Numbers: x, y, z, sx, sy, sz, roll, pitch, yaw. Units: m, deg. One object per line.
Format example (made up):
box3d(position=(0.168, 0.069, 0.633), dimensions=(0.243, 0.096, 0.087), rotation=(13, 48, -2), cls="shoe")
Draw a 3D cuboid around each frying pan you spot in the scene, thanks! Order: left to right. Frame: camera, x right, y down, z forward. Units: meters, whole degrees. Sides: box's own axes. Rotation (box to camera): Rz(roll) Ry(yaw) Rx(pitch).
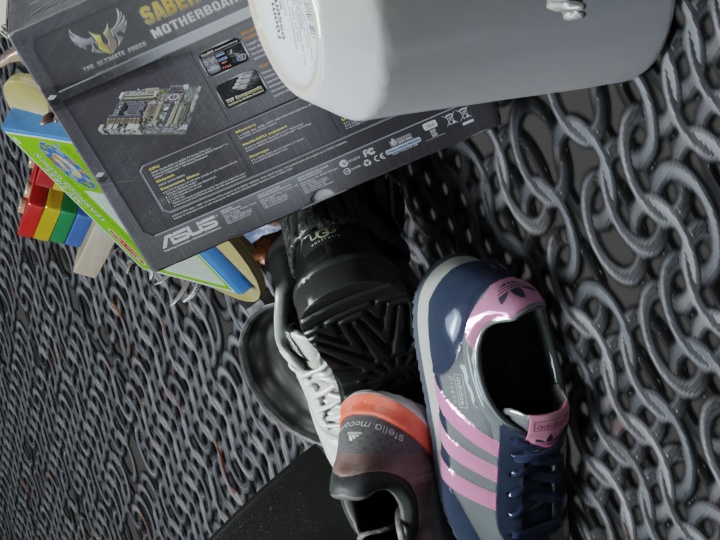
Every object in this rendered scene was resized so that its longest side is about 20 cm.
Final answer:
box3d(position=(-0.058, 0.046, 1.374), dimensions=(0.190, 0.031, 0.115), rotation=(33, 134, 12), cls="frying pan")

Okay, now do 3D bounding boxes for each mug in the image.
box3d(position=(0.026, -0.149, 0.919), dimensions=(0.187, 0.153, 0.149), rotation=(61, 158, 27), cls="mug")

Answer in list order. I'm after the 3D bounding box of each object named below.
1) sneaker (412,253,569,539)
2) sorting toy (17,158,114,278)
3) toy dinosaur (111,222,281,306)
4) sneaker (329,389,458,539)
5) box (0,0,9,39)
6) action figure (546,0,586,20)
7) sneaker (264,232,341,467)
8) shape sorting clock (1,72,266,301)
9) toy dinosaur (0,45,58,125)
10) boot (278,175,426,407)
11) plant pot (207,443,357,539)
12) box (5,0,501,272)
box3d(position=(0.082, 0.092, 1.110), dimensions=(0.082, 0.070, 0.200), rotation=(18, 129, 59), cls="sneaker")
box3d(position=(-0.187, -0.121, 1.480), dimensions=(0.200, 0.070, 0.199), rotation=(132, 150, -67), cls="sorting toy")
box3d(position=(-0.095, -0.037, 1.440), dimensions=(0.181, 0.105, 0.200), rotation=(-23, 73, 50), cls="toy dinosaur")
box3d(position=(0.031, 0.154, 1.183), dimensions=(0.077, 0.082, 0.200), rotation=(-2, 139, 36), cls="sneaker")
box3d(position=(-0.114, -0.163, 1.212), dimensions=(0.082, 0.200, 0.068), rotation=(96, -168, -45), cls="box")
box3d(position=(0.109, -0.154, 0.777), dimensions=(0.200, 0.102, 0.119), rotation=(50, 163, 42), cls="action figure")
box3d(position=(-0.017, 0.057, 1.288), dimensions=(0.081, 0.075, 0.200), rotation=(-46, -56, -61), cls="sneaker")
box3d(position=(-0.135, -0.051, 1.263), dimensions=(0.200, 0.039, 0.200), rotation=(33, 163, 12), cls="shape sorting clock")
box3d(position=(-0.141, -0.155, 1.120), dimensions=(0.200, 0.086, 0.136), rotation=(3, 110, 60), cls="toy dinosaur")
box3d(position=(0.002, -0.001, 1.207), dimensions=(0.211, 0.079, 0.158), rotation=(67, -176, -53), cls="boot")
box3d(position=(-0.033, 0.274, 1.353), dimensions=(0.200, 0.177, 0.200), rotation=(46, 162, 47), cls="plant pot")
box3d(position=(-0.051, -0.104, 1.034), dimensions=(0.048, 0.200, 0.158), rotation=(-101, -15, -56), cls="box")
